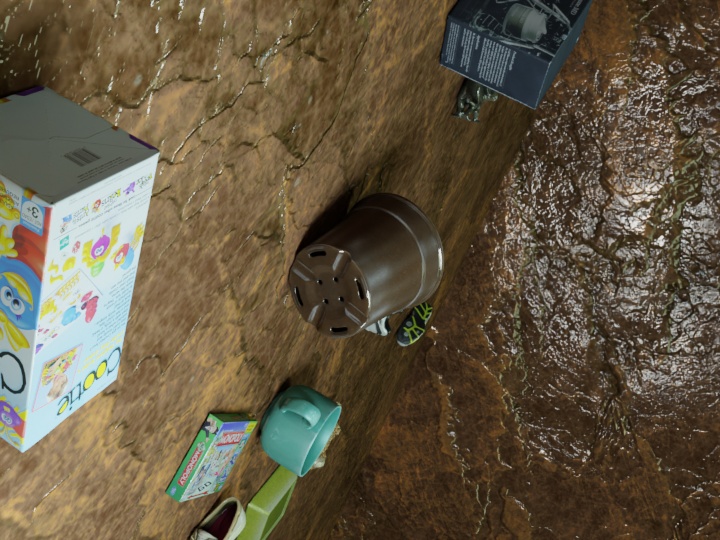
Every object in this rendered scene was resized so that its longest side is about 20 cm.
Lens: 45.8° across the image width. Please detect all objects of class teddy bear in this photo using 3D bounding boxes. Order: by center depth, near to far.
[{"bbox_3d":[-0.099,0.418,2.115,0.202,0.066,0.145,-64,166,6],"label":"teddy bear"}]

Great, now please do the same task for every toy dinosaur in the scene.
[{"bbox_3d":[0.234,-0.369,1.795,0.200,0.076,0.104,-13,118,-68],"label":"toy dinosaur"}]

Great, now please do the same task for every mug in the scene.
[{"bbox_3d":[-0.118,0.284,1.621,0.152,0.113,0.187,-41,155,-58],"label":"mug"}]

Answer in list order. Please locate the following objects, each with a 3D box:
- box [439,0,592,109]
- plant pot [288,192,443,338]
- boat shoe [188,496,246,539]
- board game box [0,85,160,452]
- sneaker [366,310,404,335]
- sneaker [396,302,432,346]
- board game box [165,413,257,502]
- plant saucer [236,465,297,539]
[{"bbox_3d":[0.272,-0.423,1.488,0.201,0.195,0.125,-56,167,-26],"label":"box"},{"bbox_3d":[0.000,0.000,1.346,0.198,0.199,0.202,-31,149,-51],"label":"plant pot"},{"bbox_3d":[-0.279,0.489,1.530,0.201,0.073,0.067,-53,153,-44],"label":"boat shoe"},{"bbox_3d":[-0.221,-0.001,0.573,0.105,0.102,0.202,-44,158,-56],"label":"board game box"},{"bbox_3d":[0.073,0.056,1.983,0.203,0.087,0.076,-66,165,14],"label":"sneaker"},{"bbox_3d":[0.173,0.185,2.725,0.200,0.075,0.077,-47,161,-46],"label":"sneaker"},{"bbox_3d":[-0.233,0.295,1.363,0.136,0.029,0.200,-60,168,-4],"label":"board game box"},{"bbox_3d":[-0.214,0.558,1.984,0.200,0.047,0.202,-45,160,-55],"label":"plant saucer"}]
